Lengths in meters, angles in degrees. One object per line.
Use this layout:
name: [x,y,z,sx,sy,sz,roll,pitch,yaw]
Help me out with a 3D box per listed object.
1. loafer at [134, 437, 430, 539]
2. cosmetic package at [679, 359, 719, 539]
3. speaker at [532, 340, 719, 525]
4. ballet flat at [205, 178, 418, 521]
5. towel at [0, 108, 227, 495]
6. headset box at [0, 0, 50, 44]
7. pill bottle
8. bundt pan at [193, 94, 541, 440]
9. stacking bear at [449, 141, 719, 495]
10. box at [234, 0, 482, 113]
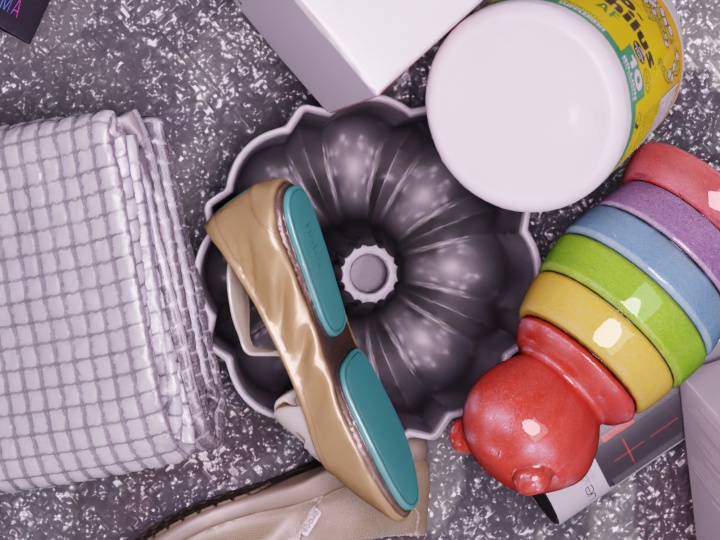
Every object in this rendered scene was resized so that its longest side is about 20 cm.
loafer: [-0.046,0.153,1.425,0.199,0.076,0.068,-21,90,-7]
cosmetic package: [0.253,0.143,1.432,0.106,0.090,0.201,-19,119,-10]
speaker: [0.172,0.063,1.454,0.199,0.081,0.082,-33,98,-6]
ballet flat: [-0.028,0.049,1.362,0.063,0.069,0.201,-19,94,20]
towel: [-0.169,0.016,1.365,0.164,0.085,0.202,-11,92,27]
headset box: [-0.208,-0.248,1.318,0.092,0.174,0.201,24,88,26]
pill bottle: [0.116,-0.110,1.367,0.112,0.200,0.114,6,108,19]
bundt pan: [0.000,0.000,1.423,0.200,0.076,0.204,0,93,-9]
stacking bear: [0.134,0.038,1.368,0.200,0.121,0.114,-49,144,-12]
box: [0.037,-0.189,1.328,0.200,0.124,0.098,-42,98,-10]
